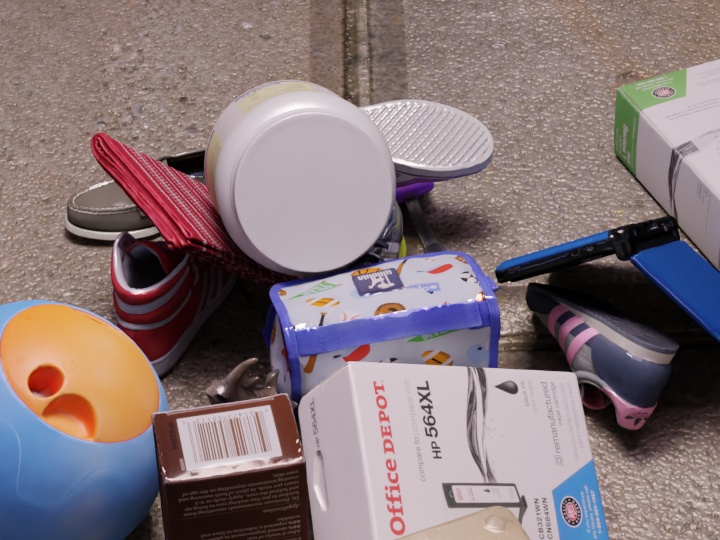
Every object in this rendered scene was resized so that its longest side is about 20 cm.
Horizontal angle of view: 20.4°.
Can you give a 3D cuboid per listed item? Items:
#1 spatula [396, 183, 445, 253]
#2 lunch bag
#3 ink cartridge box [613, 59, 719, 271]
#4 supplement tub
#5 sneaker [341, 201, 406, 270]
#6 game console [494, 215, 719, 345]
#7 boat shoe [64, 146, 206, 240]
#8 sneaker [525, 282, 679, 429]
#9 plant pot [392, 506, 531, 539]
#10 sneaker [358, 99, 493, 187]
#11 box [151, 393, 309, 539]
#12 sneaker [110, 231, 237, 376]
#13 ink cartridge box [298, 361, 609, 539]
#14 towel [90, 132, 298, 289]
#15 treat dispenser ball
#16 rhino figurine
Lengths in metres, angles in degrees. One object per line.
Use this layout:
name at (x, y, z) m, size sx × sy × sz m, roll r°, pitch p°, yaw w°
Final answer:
spatula at (0.059, -0.035, 1.805) m, size 0.056 × 0.021 × 0.200 m, roll -22°, pitch 45°, yaw -4°
lunch bag at (0.015, 0.058, 1.544) m, size 0.169 × 0.200 × 0.124 m, roll -10°, pitch 78°, yaw -7°
ink cartridge box at (0.342, -0.102, 1.831) m, size 0.145 × 0.085 × 0.200 m, roll -16°, pitch 43°, yaw -16°
supplement tub at (-0.049, -0.075, 1.608) m, size 0.144 × 0.146 × 0.200 m, roll -7°, pitch 10°, yaw -7°
sneaker at (0.000, 0.000, 1.720) m, size 0.073 × 0.081 × 0.200 m, roll 1°, pitch 40°, yaw 3°
game console at (0.228, 0.022, 1.666) m, size 0.170 × 0.119 × 0.200 m, roll -17°, pitch -3°, yaw 21°
boat shoe at (-0.174, -0.077, 1.830) m, size 0.201 × 0.060 × 0.072 m, roll -10°, pitch 41°, yaw -11°
sneaker at (0.185, 0.067, 1.653) m, size 0.070 × 0.082 × 0.200 m, roll 10°, pitch 11°, yaw -23°
plant pot at (0.062, 0.277, 1.319) m, size 0.199 × 0.178 × 0.200 m, roll -16°, pitch 43°, yaw -17°
sneaker at (0.021, -0.096, 1.805) m, size 0.199 × 0.114 × 0.073 m, roll 2°, pitch 61°, yaw 5°
box at (-0.088, 0.185, 1.411) m, size 0.100 × 0.201 × 0.075 m, roll -7°, pitch 40°, yaw -9°
sneaker at (-0.156, -0.010, 1.709) m, size 0.071 × 0.113 × 0.200 m, roll 11°, pitch 42°, yaw 13°
ink cartridge box at (0.067, 0.150, 1.452) m, size 0.199 × 0.084 × 0.147 m, roll 4°, pitch 65°, yaw -30°
towel at (-0.135, -0.042, 1.682) m, size 0.022 × 0.200 × 0.145 m, roll -47°, pitch 60°, yaw 9°
treat dispenser ball at (-0.241, 0.123, 1.489) m, size 0.200 × 0.202 × 0.201 m, roll -1°, pitch 40°, yaw 0°
rhino figurine at (-0.088, 0.141, 1.469) m, size 0.087 × 0.201 × 0.060 m, roll -4°, pitch 36°, yaw -17°
